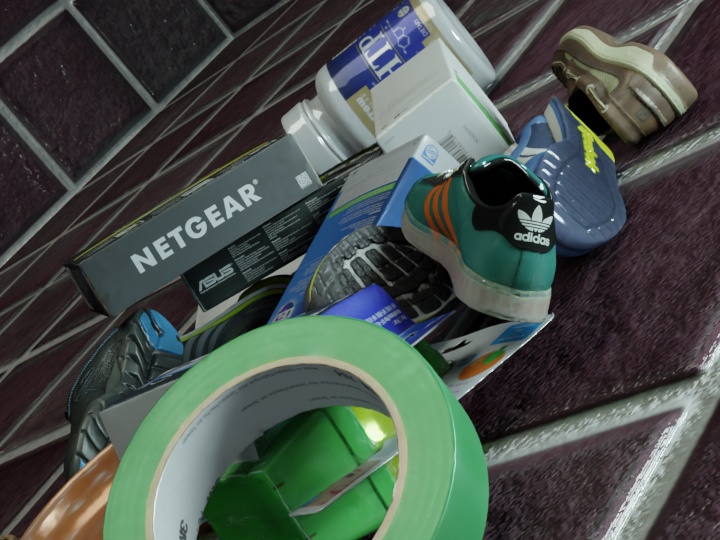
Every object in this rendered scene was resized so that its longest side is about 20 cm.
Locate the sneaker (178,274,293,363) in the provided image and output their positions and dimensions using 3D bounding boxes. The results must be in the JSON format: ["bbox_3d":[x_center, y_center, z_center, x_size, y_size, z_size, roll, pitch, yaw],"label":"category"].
[{"bbox_3d":[-0.120,0.082,1.431,0.200,0.074,0.081,-41,16,5],"label":"sneaker"}]

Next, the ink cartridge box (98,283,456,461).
[{"bbox_3d":[-0.049,0.054,1.039,0.200,0.039,0.099,-22,3,22],"label":"ink cartridge box"}]

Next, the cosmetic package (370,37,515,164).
[{"bbox_3d":[0.070,-0.115,1.468,0.085,0.108,0.200,-38,15,11],"label":"cosmetic package"}]

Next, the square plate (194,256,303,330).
[{"bbox_3d":[-0.072,0.001,1.649,0.200,0.028,0.198,-38,13,7],"label":"square plate"}]

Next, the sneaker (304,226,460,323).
[{"bbox_3d":[0.026,0.015,1.172,0.200,0.074,0.081,-18,-27,-53],"label":"sneaker"}]

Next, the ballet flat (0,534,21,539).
[{"bbox_3d":[-0.288,0.266,1.294,0.070,0.065,0.200,-41,11,29],"label":"ballet flat"}]

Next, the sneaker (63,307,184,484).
[{"bbox_3d":[-0.192,0.117,1.366,0.082,0.073,0.200,-35,22,29],"label":"sneaker"}]

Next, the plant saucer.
[{"bbox_3d":[-0.153,0.163,1.173,0.200,0.037,0.200,-36,19,14],"label":"plant saucer"}]

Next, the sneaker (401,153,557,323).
[{"bbox_3d":[0.079,-0.037,1.071,0.200,0.071,0.080,-126,48,-67],"label":"sneaker"}]

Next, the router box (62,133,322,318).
[{"bbox_3d":[-0.141,-0.036,1.437,0.200,0.052,0.157,-33,8,-11],"label":"router box"}]

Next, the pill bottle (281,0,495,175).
[{"bbox_3d":[0.024,-0.180,1.771,0.200,0.120,0.120,-38,13,11],"label":"pill bottle"}]

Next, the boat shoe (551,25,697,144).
[{"bbox_3d":[0.175,-0.133,1.316,0.075,0.075,0.202,-46,14,-1],"label":"boat shoe"}]

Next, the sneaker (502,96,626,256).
[{"bbox_3d":[0.125,-0.047,1.179,0.082,0.074,0.200,-41,10,19],"label":"sneaker"}]

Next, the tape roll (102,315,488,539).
[{"bbox_3d":[-0.035,0.120,0.901,0.200,0.048,0.201,-15,52,20],"label":"tape roll"}]

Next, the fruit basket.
[{"bbox_3d":[-0.003,0.087,1.047,0.200,0.094,0.185,-44,13,-29],"label":"fruit basket"}]

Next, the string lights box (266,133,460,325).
[{"bbox_3d":[0.000,0.000,1.310,0.103,0.059,0.200,-23,32,52],"label":"string lights box"}]

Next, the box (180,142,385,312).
[{"bbox_3d":[-0.048,-0.046,1.512,0.200,0.048,0.193,-30,4,10],"label":"box"}]
